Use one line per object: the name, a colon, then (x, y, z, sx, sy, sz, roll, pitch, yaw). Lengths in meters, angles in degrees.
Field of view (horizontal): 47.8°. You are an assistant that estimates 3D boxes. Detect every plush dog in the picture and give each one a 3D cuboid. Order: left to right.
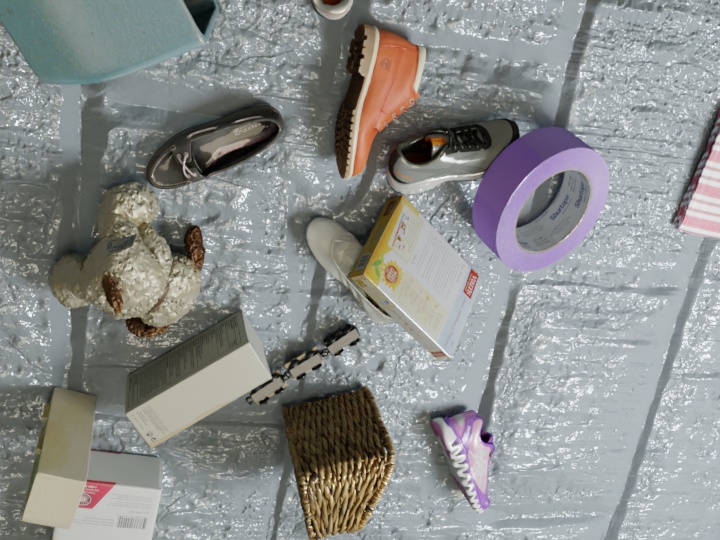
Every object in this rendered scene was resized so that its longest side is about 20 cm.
plush dog: (-0.284, 0.011, 1.076, 0.201, 0.161, 0.171, -52, 141, 12)

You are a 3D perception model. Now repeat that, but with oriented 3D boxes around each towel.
towel: (0.592, -0.147, 1.292, 0.143, 0.030, 0.204, 9, 112, -18)

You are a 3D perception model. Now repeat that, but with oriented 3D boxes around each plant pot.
plant pot: (-0.294, -0.318, 0.902, 0.197, 0.197, 0.199, -24, 117, 8)

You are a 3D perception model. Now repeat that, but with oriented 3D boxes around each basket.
basket: (-0.028, 0.293, 1.218, 0.146, 0.200, 0.146, -12, 115, -10)

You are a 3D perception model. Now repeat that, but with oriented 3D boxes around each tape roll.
tape roll: (0.259, -0.100, 1.165, 0.197, 0.066, 0.203, -18, 132, -20)

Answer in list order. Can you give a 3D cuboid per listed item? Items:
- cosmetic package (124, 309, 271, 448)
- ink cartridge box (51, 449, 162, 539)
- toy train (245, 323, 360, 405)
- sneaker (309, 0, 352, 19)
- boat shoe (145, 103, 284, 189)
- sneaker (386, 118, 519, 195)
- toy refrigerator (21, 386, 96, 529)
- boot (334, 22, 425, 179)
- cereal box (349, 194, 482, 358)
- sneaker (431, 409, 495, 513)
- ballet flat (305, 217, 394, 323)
cosmetic package: (-0.232, 0.152, 1.159, 0.197, 0.104, 0.074, -29, 118, 0)
ink cartridge box: (-0.387, 0.382, 1.226, 0.142, 0.084, 0.204, 10, 110, -18)
toy train: (-0.088, 0.141, 1.225, 0.198, 0.046, 0.034, -33, 105, -2)
sneaker: (-0.044, -0.408, 0.984, 0.077, 0.080, 0.204, -17, 114, -6)
boat shoe: (-0.191, -0.160, 1.061, 0.197, 0.057, 0.068, -26, 117, -3)
sneaker: (0.130, -0.165, 1.120, 0.196, 0.075, 0.080, -20, 154, -7)
toy refrigerator: (-0.406, 0.247, 1.099, 0.069, 0.201, 0.077, 18, 109, -20)
boot: (0.026, -0.215, 1.090, 0.105, 0.075, 0.204, 7, 110, -23)
cereal box: (0.085, 0.012, 1.176, 0.200, 0.039, 0.145, 44, 57, -26)
sneaker: (0.190, 0.315, 1.357, 0.087, 0.080, 0.203, -27, 116, -10)
ballet flat: (0.000, 0.000, 1.172, 0.069, 0.070, 0.201, -36, 117, 3)
